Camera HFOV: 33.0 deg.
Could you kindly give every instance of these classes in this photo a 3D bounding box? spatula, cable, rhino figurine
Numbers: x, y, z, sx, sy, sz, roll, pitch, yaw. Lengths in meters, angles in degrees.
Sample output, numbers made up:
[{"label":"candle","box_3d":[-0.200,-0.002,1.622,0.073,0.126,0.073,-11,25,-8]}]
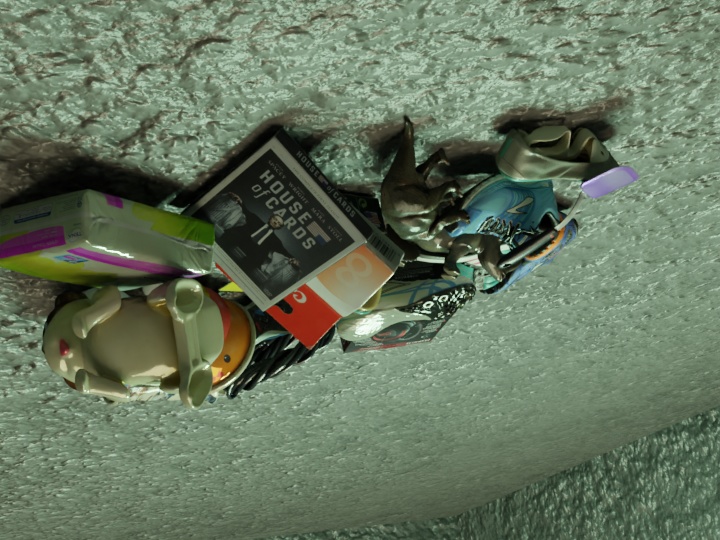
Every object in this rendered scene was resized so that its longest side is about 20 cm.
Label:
[{"label":"spatula","box_3d":[0.242,-0.063,1.448,0.199,0.021,0.056,-40,149,15]},{"label":"cable","box_3d":[-0.115,0.122,1.740,0.162,0.051,0.200,-11,-156,50]},{"label":"rhino figurine","box_3d":[0.117,-0.036,1.521,0.197,0.089,0.060,15,169,-19]}]

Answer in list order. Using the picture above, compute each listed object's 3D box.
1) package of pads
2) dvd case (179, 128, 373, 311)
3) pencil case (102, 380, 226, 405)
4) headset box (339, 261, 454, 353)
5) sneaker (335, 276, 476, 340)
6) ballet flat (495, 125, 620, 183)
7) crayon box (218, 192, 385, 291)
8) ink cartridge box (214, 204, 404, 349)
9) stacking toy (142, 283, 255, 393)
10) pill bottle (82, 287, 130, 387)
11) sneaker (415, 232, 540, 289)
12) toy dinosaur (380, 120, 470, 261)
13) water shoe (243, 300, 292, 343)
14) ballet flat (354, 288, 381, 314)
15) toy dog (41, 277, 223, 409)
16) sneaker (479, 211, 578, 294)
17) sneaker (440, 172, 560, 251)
[{"label":"package of pads","box_3d":[-0.277,-0.028,1.320,0.152,0.070,0.199,-10,165,34]},{"label":"dvd case","box_3d":[-0.097,-0.050,1.341,0.199,0.151,0.025,-33,-165,43]},{"label":"pencil case","box_3d":[-0.302,0.163,1.834,0.198,0.079,0.089,5,174,-41]},{"label":"headset box","box_3d":[0.052,0.054,1.784,0.146,0.076,0.200,-7,159,-17]},{"label":"sneaker","box_3d":[0.056,0.036,1.620,0.197,0.074,0.072,-15,150,12]},{"label":"ballet flat","box_3d":[0.246,-0.138,1.430,0.197,0.068,0.064,-3,127,-35]},{"label":"crayon box","box_3d":[-0.079,-0.032,1.505,0.126,0.052,0.199,5,152,-42]},{"label":"ink cartridge box","box_3d":[-0.069,-0.005,1.397,0.200,0.162,0.050,-46,-173,33]},{"label":"stacking toy","box_3d":[-0.233,0.059,1.579,0.144,0.148,0.201,-17,143,11]},{"label":"pill bottle","box_3d":[-0.324,0.085,1.536,0.110,0.114,0.200,-10,166,-10]},{"label":"sneaker","box_3d":[0.136,-0.025,1.630,0.197,0.085,0.121,-8,150,-20]},{"label":"toy dinosaur","box_3d":[0.062,-0.076,1.371,0.101,0.078,0.201,-26,145,-7]},{"label":"water shoe","box_3d":[-0.122,0.058,1.724,0.197,0.073,0.079,-21,-173,16]},{"label":"ballet flat","box_3d":[0.000,0.000,1.534,0.068,0.064,0.200,23,-168,-4]},{"label":"toy dog","box_3d":[-0.265,0.070,1.365,0.196,0.142,0.194,-5,-163,13]},{"label":"sneaker","box_3d":[0.232,-0.022,1.711,0.077,0.077,0.199,-1,158,-39]},{"label":"sneaker","box_3d":[0.181,-0.067,1.479,0.198,0.091,0.078,-15,165,-41]}]
